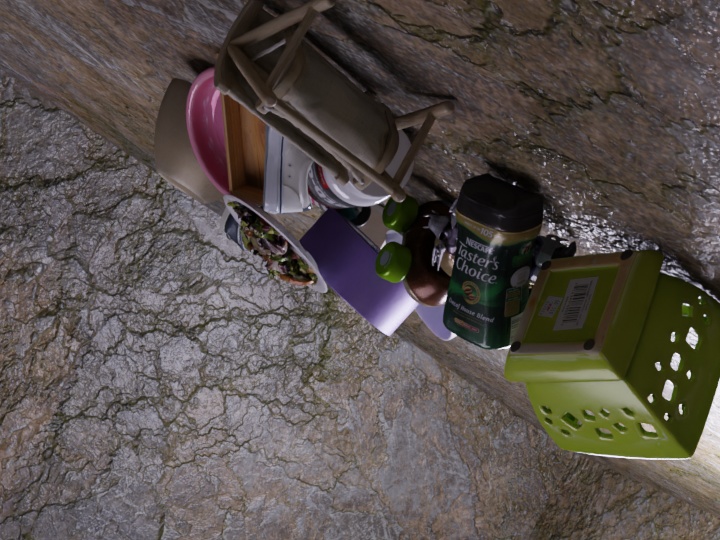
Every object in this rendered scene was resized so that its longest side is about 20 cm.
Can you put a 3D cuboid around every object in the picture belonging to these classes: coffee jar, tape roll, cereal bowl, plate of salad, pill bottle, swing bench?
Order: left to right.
[{"bbox_3d":[-0.127,-0.031,1.624,0.200,0.048,0.200,41,168,10],"label":"plate of salad"},{"bbox_3d":[-0.041,-0.189,1.249,0.198,0.131,0.199,35,173,-30],"label":"swing bench"},{"bbox_3d":[-0.007,-0.140,1.497,0.113,0.115,0.200,32,173,-14],"label":"pill bottle"},{"bbox_3d":[0.000,0.000,1.733,0.200,0.085,0.200,42,-176,-3],"label":"tape roll"},{"bbox_3d":[0.122,0.005,1.801,0.201,0.083,0.201,55,166,21],"label":"cereal bowl"},{"bbox_3d":[0.161,-0.012,1.398,0.085,0.202,0.104,-20,-146,-41],"label":"coffee jar"}]

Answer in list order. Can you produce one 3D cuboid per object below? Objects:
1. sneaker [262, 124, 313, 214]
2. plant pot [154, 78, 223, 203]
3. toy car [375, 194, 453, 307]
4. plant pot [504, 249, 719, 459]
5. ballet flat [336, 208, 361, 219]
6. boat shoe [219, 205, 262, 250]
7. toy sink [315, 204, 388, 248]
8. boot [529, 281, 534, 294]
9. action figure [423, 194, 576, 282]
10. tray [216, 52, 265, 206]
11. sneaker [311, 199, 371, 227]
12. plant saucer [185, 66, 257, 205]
[{"bbox_3d":[-0.083,-0.171,1.441,0.070,0.203,0.073,2,-161,-10],"label":"sneaker"},{"bbox_3d":[-0.244,-0.185,1.781,0.199,0.135,0.200,31,172,5],"label":"plant pot"},{"bbox_3d":[0.145,-0.045,1.596,0.163,0.160,0.199,23,151,-28],"label":"toy car"},{"bbox_3d":[0.298,0.090,1.363,0.198,0.201,0.181,-6,140,48],"label":"plant pot"},{"bbox_3d":[-0.048,-0.161,1.659,0.200,0.072,0.072,49,165,-29],"label":"ballet flat"},{"bbox_3d":[-0.157,-0.115,1.746,0.062,0.201,0.074,46,-144,22],"label":"boat shoe"},{"bbox_3d":[0.008,-0.049,2.068,0.129,0.113,0.200,29,173,18],"label":"toy sink"},{"bbox_3d":[0.209,0.021,1.882,0.200,0.073,0.155,44,163,-26],"label":"boot"},{"bbox_3d":[0.174,-0.036,1.481,0.198,0.070,0.131,19,136,-1],"label":"action figure"},{"bbox_3d":[-0.138,-0.187,1.527,0.098,0.037,0.202,22,127,36],"label":"tray"},{"bbox_3d":[-0.076,-0.136,1.923,0.199,0.084,0.121,40,167,-4],"label":"sneaker"},{"bbox_3d":[-0.164,-0.194,1.616,0.199,0.051,0.203,24,127,36],"label":"plant saucer"}]
